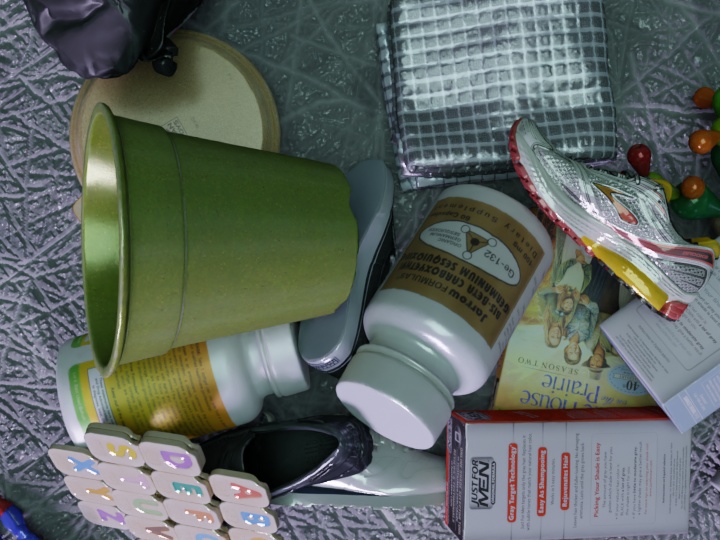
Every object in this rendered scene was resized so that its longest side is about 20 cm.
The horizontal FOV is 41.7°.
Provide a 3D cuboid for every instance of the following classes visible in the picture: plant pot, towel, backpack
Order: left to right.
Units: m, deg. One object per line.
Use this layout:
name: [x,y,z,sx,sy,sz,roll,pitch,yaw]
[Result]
backpack: [-0.197,-0.260,0.772,0.126,0.200,0.168,-1,121,14]
plant pot: [-0.108,-0.023,0.733,0.189,0.200,0.202,-1,91,-23]
towel: [0.118,-0.163,0.826,0.198,0.086,0.167,-6,90,1]

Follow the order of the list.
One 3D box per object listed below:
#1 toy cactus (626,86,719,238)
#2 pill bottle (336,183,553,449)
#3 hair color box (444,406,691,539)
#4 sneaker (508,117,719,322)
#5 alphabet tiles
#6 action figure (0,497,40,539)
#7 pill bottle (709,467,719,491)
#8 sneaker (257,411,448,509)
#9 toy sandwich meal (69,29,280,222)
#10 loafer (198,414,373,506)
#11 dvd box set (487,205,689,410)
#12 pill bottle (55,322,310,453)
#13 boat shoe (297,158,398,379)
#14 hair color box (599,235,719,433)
toy cactus: [0.314,-0.079,0.821,0.199,0.102,0.166,-29,114,-27]
pill bottle: [0.067,0.037,0.773,0.114,0.114,0.201,33,65,0]
hair color box: [0.174,0.170,0.799,0.198,0.061,0.102,1,92,-11]
sneaker: [0.199,-0.053,0.755,0.200,0.078,0.082,41,100,0]
alphabet tiles: [-0.163,0.198,0.797,0.194,0.015,0.201,6,135,14]
action figure: [-0.293,0.275,0.837,0.200,0.099,0.065,40,92,-2]
pill bottle: [0.397,0.132,0.813,0.112,0.112,0.200,39,91,0]
sneaker: [0.002,0.169,0.843,0.198,0.076,0.081,2,82,-1]
toy sandwich meal: [-0.164,-0.110,0.843,0.203,0.070,0.207,0,89,-1]
loafer: [-0.087,0.159,0.791,0.199,0.070,0.069,-16,72,20]
dvd box set: [0.205,0.054,0.856,0.145,0.029,0.202,13,91,1]
pill bottle: [-0.149,0.089,0.821,0.199,0.111,0.112,-15,91,1]
boat shoe: [0.002,0.000,0.833,0.073,0.068,0.201,-12,58,35]
hair color box: [0.309,0.029,0.772,0.200,0.099,0.061,-38,133,8]
